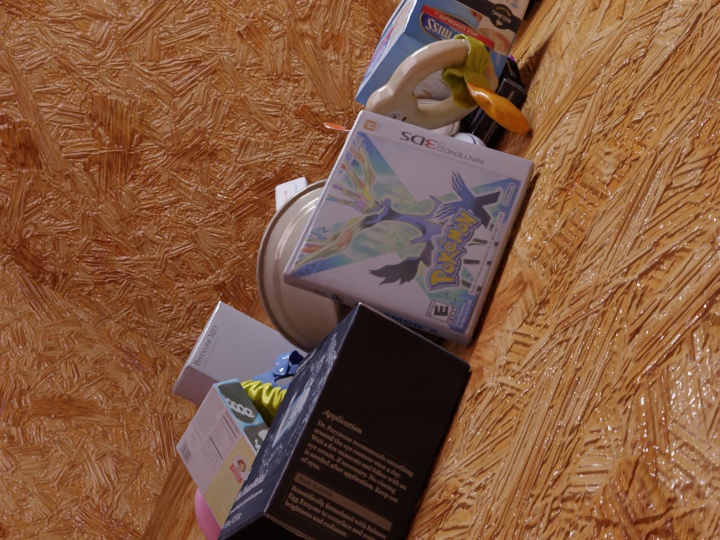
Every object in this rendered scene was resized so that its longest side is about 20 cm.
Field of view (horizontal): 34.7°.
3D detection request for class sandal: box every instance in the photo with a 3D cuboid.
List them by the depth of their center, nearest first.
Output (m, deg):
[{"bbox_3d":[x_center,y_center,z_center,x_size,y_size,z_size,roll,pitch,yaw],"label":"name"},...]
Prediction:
[{"bbox_3d":[-0.050,0.132,1.235,0.199,0.080,0.087,13,50,43],"label":"sandal"}]

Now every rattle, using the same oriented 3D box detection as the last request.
[{"bbox_3d":[0.072,-0.155,1.272,0.199,0.144,0.130,-27,-15,5],"label":"rattle"}]

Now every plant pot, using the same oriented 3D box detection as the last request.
[{"bbox_3d":[0.009,0.010,1.182,0.202,0.199,0.183,-62,19,-2],"label":"plant pot"}]

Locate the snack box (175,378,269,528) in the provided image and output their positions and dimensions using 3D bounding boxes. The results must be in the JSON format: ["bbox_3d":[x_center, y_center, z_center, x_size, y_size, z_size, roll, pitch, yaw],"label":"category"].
[{"bbox_3d":[-0.119,0.230,1.228,0.037,0.201,0.117,-8,-36,-43],"label":"snack box"}]

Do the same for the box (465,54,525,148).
[{"bbox_3d":[0.149,-0.191,1.431,0.144,0.036,0.200,-60,7,21],"label":"box"}]

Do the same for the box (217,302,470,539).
[{"bbox_3d":[-0.019,0.164,1.012,0.201,0.117,0.197,-64,8,-26],"label":"box"}]

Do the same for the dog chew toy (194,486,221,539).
[{"bbox_3d":[-0.103,0.236,1.326,0.201,0.124,0.125,-51,11,18],"label":"dog chew toy"}]

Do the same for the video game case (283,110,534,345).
[{"bbox_3d":[0.048,-0.046,1.073,0.022,0.181,0.201,86,-156,-60],"label":"video game case"}]

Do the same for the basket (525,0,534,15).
[{"bbox_3d":[0.218,-0.458,1.567,0.201,0.135,0.181,-63,12,16],"label":"basket"}]

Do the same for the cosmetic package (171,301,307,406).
[{"bbox_3d":[-0.117,0.140,1.420,0.085,0.199,0.108,-51,13,53],"label":"cosmetic package"}]

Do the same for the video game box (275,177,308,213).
[{"bbox_3d":[-0.048,0.012,1.373,0.046,0.202,0.183,-18,25,6],"label":"video game box"}]

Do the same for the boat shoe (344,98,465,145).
[{"bbox_3d":[0.065,-0.165,1.438,0.199,0.067,0.073,-9,70,51],"label":"boat shoe"}]

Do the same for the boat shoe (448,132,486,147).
[{"bbox_3d":[0.099,-0.112,1.259,0.074,0.066,0.200,-60,17,18],"label":"boat shoe"}]

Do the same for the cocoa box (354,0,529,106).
[{"bbox_3d":[0.096,-0.270,1.420,0.132,0.132,0.200,-67,9,-21],"label":"cocoa box"}]
